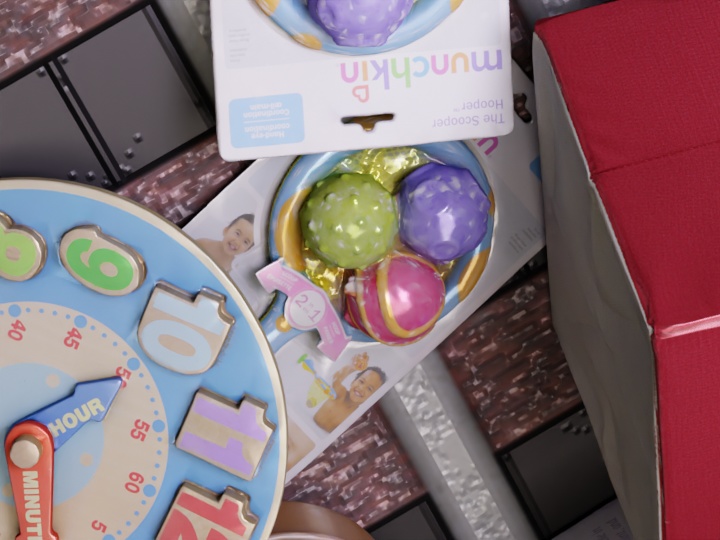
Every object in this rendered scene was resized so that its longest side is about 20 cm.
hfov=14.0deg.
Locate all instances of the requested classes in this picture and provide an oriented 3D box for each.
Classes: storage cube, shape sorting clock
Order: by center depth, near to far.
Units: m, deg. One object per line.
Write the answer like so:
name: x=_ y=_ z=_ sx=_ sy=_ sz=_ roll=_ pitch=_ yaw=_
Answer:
storage cube: x=0.173 y=0.000 z=1.104 sx=0.179 sy=0.171 sz=0.201 roll=-13 pitch=137 yaw=-4
shape sorting clock: x=-0.126 y=0.064 z=1.127 sx=0.199 sy=0.039 sz=0.201 roll=0 pitch=102 yaw=0

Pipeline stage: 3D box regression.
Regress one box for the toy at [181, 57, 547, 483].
toy: x=0.000 y=0.000 z=1.158 sx=0.200 sy=0.047 sz=0.115 roll=-41 pitch=118 yaw=4

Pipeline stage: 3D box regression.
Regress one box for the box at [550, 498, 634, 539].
box: x=0.144 y=0.194 z=1.245 sx=0.199 sy=0.105 sz=0.184 roll=-32 pitch=115 yaw=-1

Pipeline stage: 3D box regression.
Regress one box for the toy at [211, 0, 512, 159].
toy: x=0.002 y=-0.141 z=1.079 sx=0.114 sy=0.047 sz=0.201 roll=-5 pitch=102 yaw=-10

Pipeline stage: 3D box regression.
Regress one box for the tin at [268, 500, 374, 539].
tin: x=-0.073 y=0.168 z=1.204 sx=0.199 sy=0.042 sz=0.112 roll=-25 pitch=113 yaw=0
